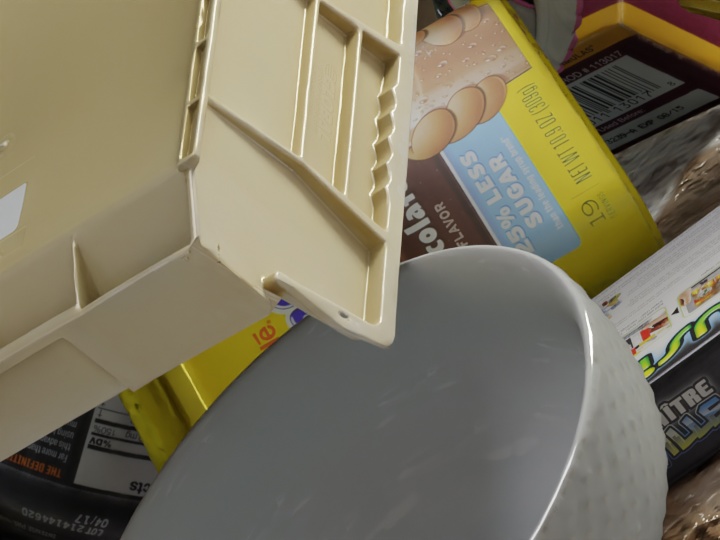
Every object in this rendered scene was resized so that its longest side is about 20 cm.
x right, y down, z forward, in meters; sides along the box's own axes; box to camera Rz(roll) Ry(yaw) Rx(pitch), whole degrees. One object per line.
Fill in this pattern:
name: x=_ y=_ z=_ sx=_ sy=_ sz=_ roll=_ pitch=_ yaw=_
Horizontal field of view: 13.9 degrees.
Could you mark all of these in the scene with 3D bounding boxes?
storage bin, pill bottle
storage bin: x=-0.088 y=-0.017 z=0.984 sx=0.200 sy=0.094 sz=0.199 roll=-29 pitch=36 yaw=29
pill bottle: x=-0.110 y=0.042 z=1.226 sx=0.106 sy=0.106 sz=0.201 roll=-131 pitch=58 yaw=-76

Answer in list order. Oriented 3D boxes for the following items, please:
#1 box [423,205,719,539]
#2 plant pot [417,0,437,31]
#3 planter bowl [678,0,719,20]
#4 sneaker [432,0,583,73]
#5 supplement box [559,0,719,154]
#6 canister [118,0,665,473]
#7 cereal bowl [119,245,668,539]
box: x=0.092 y=0.040 z=1.001 sx=0.200 sy=0.035 sz=0.110 roll=-37 pitch=15 yaw=11
plant pot: x=0.088 y=-0.170 z=1.446 sx=0.201 sy=0.093 sz=0.201 roll=-49 pitch=-28 yaw=-37
planter bowl: x=0.174 y=-0.127 z=1.115 sx=0.200 sy=0.200 sz=0.084 roll=-147 pitch=71 yaw=-75
sneaker: x=0.041 y=-0.138 z=1.149 sx=0.086 sy=0.081 sz=0.200 roll=-7 pitch=-31 yaw=-11
supplement box: x=0.103 y=-0.160 z=1.287 sx=0.110 sy=0.086 sz=0.201 roll=-25 pitch=55 yaw=43
canister: x=0.000 y=0.000 z=1.108 sx=0.200 sy=0.087 sz=0.149 roll=-31 pitch=59 yaw=-1
cereal bowl: x=0.015 y=0.093 z=0.892 sx=0.200 sy=0.083 sz=0.200 roll=-33 pitch=32 yaw=23
